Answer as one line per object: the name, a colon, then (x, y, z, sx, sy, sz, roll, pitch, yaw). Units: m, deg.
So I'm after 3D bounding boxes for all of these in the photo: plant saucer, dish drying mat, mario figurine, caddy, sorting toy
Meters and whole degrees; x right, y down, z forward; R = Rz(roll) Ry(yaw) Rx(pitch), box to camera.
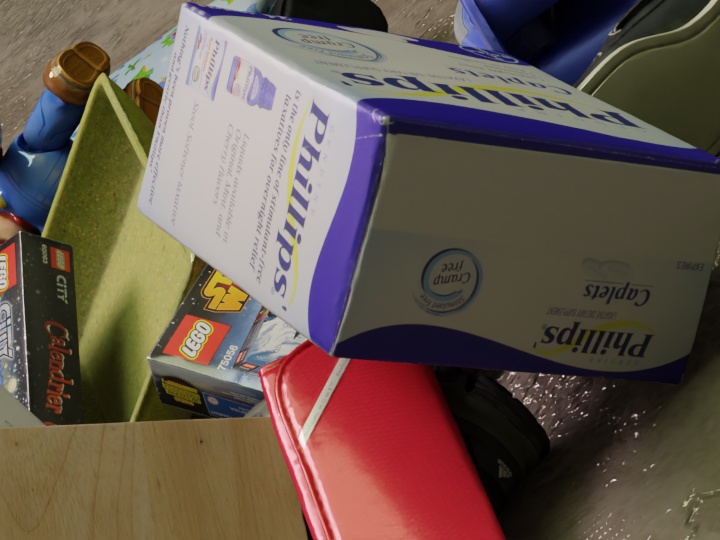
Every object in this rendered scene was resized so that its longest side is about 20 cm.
plant saucer: (-0.128, 0.026, 1.447, 0.200, 0.048, 0.200, -67, 30, 26)
dish drying mat: (0.014, 0.099, 1.120, 0.077, 0.018, 0.200, -26, 48, 4)
mario figurine: (-0.190, -0.031, 1.543, 0.106, 0.124, 0.200, -18, -27, -52)
caddy: (0.094, -0.154, 1.403, 0.105, 0.141, 0.200, -31, 24, 16)
sorting toy: (-0.119, 0.166, 1.124, 0.070, 0.198, 0.200, 101, 163, -48)

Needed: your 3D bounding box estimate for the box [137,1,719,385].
box: (0.029, -0.036, 1.162, 0.200, 0.184, 0.105, 35, 115, 55)

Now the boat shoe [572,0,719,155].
boat shoe: (0.154, -0.103, 1.297, 0.199, 0.075, 0.066, -47, 20, -11)

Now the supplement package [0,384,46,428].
supplement package: (-0.200, 0.176, 1.252, 0.200, 0.151, 0.152, -50, 7, -16)

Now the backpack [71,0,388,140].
backpack: (-0.090, -0.085, 1.621, 0.200, 0.154, 0.163, -44, 25, 34)

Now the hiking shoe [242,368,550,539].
hiking shoe: (-0.011, 0.104, 1.198, 0.200, 0.076, 0.101, -18, 30, 45)

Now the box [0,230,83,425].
box: (-0.207, 0.097, 1.455, 0.137, 0.038, 0.200, -33, 53, 41)

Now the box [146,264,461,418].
box: (0.000, 0.000, 1.325, 0.137, 0.040, 0.200, 16, 53, 22)
